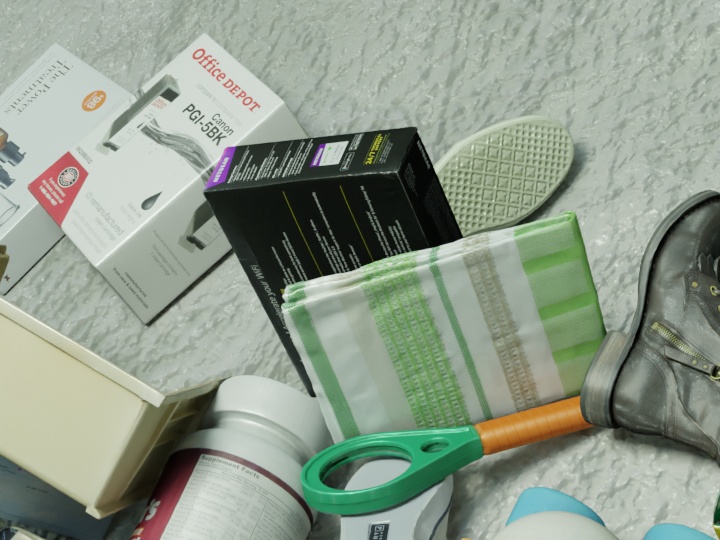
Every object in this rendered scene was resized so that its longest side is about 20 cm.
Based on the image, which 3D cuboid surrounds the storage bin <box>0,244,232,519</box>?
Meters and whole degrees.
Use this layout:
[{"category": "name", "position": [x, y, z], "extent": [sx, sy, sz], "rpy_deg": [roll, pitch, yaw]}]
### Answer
[{"category": "storage bin", "position": [-0.210, 0.069, 1.256], "extent": [0.199, 0.199, 0.094], "rpy_deg": [29, 95, 8]}]

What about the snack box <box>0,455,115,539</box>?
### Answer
[{"category": "snack box", "position": [-0.285, 0.112, 1.347], "extent": [0.200, 0.168, 0.068], "rpy_deg": [34, 95, 42]}]

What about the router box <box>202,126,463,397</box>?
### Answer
[{"category": "router box", "position": [0.000, 0.000, 1.251], "extent": [0.148, 0.201, 0.051], "rpy_deg": [-4, 41, 27]}]

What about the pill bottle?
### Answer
[{"category": "pill bottle", "position": [-0.093, 0.177, 1.224], "extent": [0.109, 0.110, 0.201], "rpy_deg": [2, 51, 31]}]

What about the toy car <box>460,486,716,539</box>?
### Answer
[{"category": "toy car", "position": [0.100, 0.191, 1.037], "extent": [0.176, 0.200, 0.185], "rpy_deg": [13, 61, 33]}]

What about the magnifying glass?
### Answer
[{"category": "magnifying glass", "position": [0.058, 0.118, 1.206], "extent": [0.198, 0.023, 0.080], "rpy_deg": [-16, 21, -6]}]

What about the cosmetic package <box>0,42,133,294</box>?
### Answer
[{"category": "cosmetic package", "position": [-0.288, -0.093, 1.605], "extent": [0.200, 0.052, 0.151], "rpy_deg": [-46, 49, -11]}]

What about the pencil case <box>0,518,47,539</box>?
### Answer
[{"category": "pencil case", "position": [-0.271, 0.273, 1.273], "extent": [0.089, 0.078, 0.201], "rpy_deg": [27, 70, 19]}]

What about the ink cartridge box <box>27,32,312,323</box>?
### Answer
[{"category": "ink cartridge box", "position": [-0.149, -0.078, 1.487], "extent": [0.200, 0.083, 0.147], "rpy_deg": [-42, 44, -6]}]

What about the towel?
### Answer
[{"category": "towel", "position": [0.061, 0.042, 1.209], "extent": [0.198, 0.150, 0.031], "rpy_deg": [-16, 37, 6]}]

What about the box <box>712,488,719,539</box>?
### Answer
[{"category": "box", "position": [0.244, 0.128, 1.007], "extent": [0.048, 0.200, 0.118], "rpy_deg": [4, 57, 32]}]

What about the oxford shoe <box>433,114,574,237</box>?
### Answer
[{"category": "oxford shoe", "position": [0.068, -0.049, 1.354], "extent": [0.199, 0.075, 0.058], "rpy_deg": [-37, 9, -4]}]

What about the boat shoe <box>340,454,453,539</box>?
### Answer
[{"category": "boat shoe", "position": [0.025, 0.187, 1.178], "extent": [0.070, 0.070, 0.200], "rpy_deg": [-7, 26, 11]}]

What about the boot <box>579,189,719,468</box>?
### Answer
[{"category": "boot", "position": [0.251, 0.052, 1.171], "extent": [0.173, 0.069, 0.201], "rpy_deg": [17, 68, 33]}]
